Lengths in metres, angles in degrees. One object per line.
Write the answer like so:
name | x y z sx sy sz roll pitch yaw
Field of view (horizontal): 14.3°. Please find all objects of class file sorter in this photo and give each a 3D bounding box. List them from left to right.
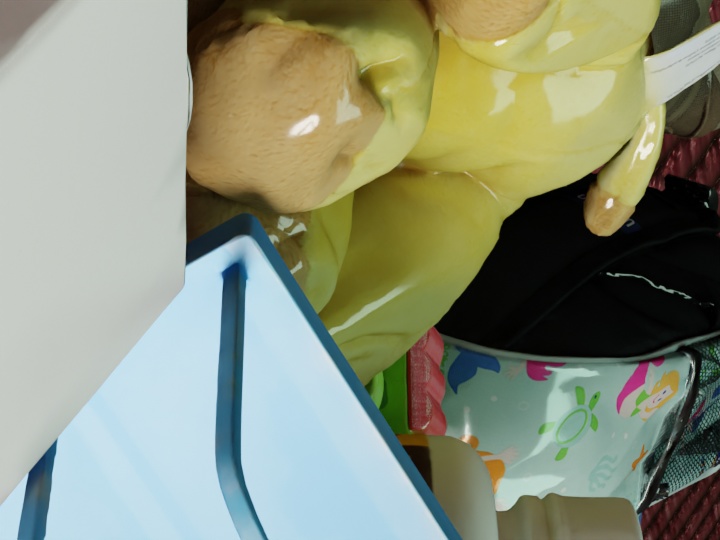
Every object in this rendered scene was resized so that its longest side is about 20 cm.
file sorter | -0.073 0.112 0.612 0.199 0.139 0.123 -29 -159 10

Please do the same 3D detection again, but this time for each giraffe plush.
giraffe plush | -0.007 -0.085 0.729 0.199 0.162 0.173 -28 155 -32

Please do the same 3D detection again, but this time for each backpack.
backpack | 0.026 0.033 0.962 0.200 0.177 0.151 -13 124 -64

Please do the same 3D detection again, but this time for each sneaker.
sneaker | 0.116 -0.096 1.260 0.075 0.070 0.200 -41 158 -4

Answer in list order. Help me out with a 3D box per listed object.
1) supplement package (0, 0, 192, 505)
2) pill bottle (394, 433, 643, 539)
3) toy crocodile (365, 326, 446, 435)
supplement package | -0.132 0.004 0.522 0.200 0.119 0.122 -51 158 -35
pill bottle | -0.030 0.096 0.732 0.109 0.199 0.110 -179 -90 -88
toy crocodile | 0.000 0.000 0.828 0.068 0.061 0.201 60 26 -71
